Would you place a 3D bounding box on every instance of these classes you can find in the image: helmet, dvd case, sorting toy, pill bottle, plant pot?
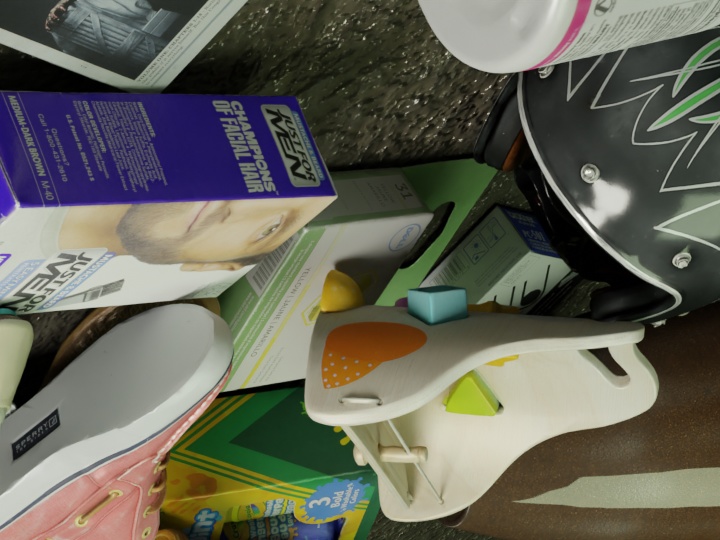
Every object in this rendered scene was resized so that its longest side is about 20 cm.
[{"bbox_3d":[0.170,-0.070,1.066,0.199,0.201,0.191,-24,168,-23],"label":"helmet"},{"bbox_3d":[-0.100,-0.150,0.783,0.150,0.025,0.200,-44,155,16],"label":"dvd case"},{"bbox_3d":[0.077,0.062,1.079,0.179,0.108,0.200,-6,157,11],"label":"sorting toy"},{"bbox_3d":[0.131,-0.168,0.934,0.199,0.114,0.114,-16,149,-36],"label":"pill bottle"},{"bbox_3d":[0.144,0.114,1.280,0.199,0.188,0.187,-7,145,-22],"label":"plant pot"}]

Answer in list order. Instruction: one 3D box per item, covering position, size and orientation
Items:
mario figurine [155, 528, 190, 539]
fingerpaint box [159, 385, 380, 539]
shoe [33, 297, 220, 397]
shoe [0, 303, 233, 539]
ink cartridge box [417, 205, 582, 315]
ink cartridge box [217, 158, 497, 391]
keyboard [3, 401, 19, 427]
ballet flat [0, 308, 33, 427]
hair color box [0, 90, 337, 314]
[{"bbox_3d":[-0.082,0.223,1.155,0.106,0.124,0.200,-42,136,13],"label":"mario figurine"},{"bbox_3d":[-0.081,0.164,1.244,0.166,0.074,0.201,-6,145,-21],"label":"fingerpaint box"},{"bbox_3d":[-0.144,0.067,1.068,0.200,0.070,0.053,-45,-178,26],"label":"shoe"},{"bbox_3d":[-0.126,0.097,0.999,0.200,0.072,0.091,-35,131,20],"label":"shoe"},{"bbox_3d":[0.061,0.044,1.292,0.200,0.044,0.094,-46,151,21],"label":"ink cartridge box"},{"bbox_3d":[0.000,0.000,1.140,0.199,0.048,0.146,-7,142,-42],"label":"ink cartridge box"},{"bbox_3d":[-0.197,0.145,1.077,0.056,0.011,0.201,3,133,14],"label":"keyboard"},{"bbox_3d":[-0.214,0.082,0.923,0.069,0.070,0.200,-8,164,-44],"label":"ballet flat"},{"bbox_3d":[-0.120,-0.031,0.894,0.199,0.065,0.109,-7,156,-48],"label":"hair color box"}]
